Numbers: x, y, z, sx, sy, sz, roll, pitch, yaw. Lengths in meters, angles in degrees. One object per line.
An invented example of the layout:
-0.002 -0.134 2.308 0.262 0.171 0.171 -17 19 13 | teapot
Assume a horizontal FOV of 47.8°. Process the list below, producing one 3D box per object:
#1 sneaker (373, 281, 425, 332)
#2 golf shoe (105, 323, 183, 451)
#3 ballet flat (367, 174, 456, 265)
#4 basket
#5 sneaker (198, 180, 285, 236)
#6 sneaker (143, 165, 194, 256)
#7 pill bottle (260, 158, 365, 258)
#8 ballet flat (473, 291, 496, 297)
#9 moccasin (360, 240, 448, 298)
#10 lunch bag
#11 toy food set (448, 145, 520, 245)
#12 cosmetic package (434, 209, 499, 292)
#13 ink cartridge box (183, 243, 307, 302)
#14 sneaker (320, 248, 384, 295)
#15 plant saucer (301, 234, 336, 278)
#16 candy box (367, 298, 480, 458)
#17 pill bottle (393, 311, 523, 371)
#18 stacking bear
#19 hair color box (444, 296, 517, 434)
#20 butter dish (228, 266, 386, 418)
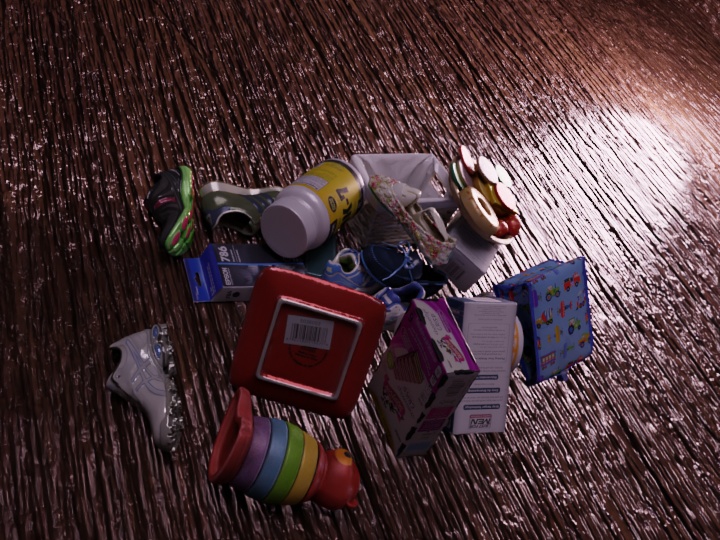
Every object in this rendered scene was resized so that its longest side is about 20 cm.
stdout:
0.023 0.066 1.342 0.198 0.089 0.076 -20 59 -38 | sneaker
-0.295 0.167 1.107 0.095 0.079 0.202 -11 44 -12 | golf shoe
0.096 -0.100 1.405 0.201 0.064 0.076 50 35 1 | ballet flat
0.070 -0.133 1.546 0.197 0.124 0.137 -5 49 -31 | basket
-0.187 -0.098 1.437 0.197 0.067 0.091 4 58 -29 | sneaker
-0.323 -0.096 1.366 0.082 0.078 0.202 -4 43 -5 | sneaker
-0.081 -0.107 1.401 0.113 0.115 0.200 33 39 10 | pill bottle
0.282 0.079 1.473 0.197 0.072 0.073 16 40 -24 | ballet flat
0.079 -0.010 1.404 0.198 0.068 0.082 19 50 -50 | moccasin
0.334 0.096 1.413 0.149 0.093 0.204 -20 98 -32 | lunch bag
0.235 -0.141 1.535 0.198 0.048 0.201 15 51 -45 | toy food set
0.213 -0.059 1.565 0.101 0.074 0.201 40 43 -5 | cosmetic package
-0.186 0.003 1.344 0.196 0.040 0.100 -2 48 -27 | ink cartridge box
0.000 0.000 1.392 0.075 0.078 0.199 20 28 26 | sneaker
-0.074 -0.052 1.472 0.069 0.019 0.202 12 44 -14 | plant saucer
0.086 0.159 1.189 0.060 0.202 0.138 0 44 -26 | candy box
0.159 0.114 1.339 0.196 0.113 0.113 4 44 -23 | pill bottle
-0.090 0.256 1.073 0.197 0.115 0.122 24 15 -17 | stacking bear
0.178 0.145 1.257 0.098 0.205 0.060 3 5 -24 | hair color box
-0.079 0.090 1.223 0.196 0.203 0.148 17 17 -8 | butter dish
